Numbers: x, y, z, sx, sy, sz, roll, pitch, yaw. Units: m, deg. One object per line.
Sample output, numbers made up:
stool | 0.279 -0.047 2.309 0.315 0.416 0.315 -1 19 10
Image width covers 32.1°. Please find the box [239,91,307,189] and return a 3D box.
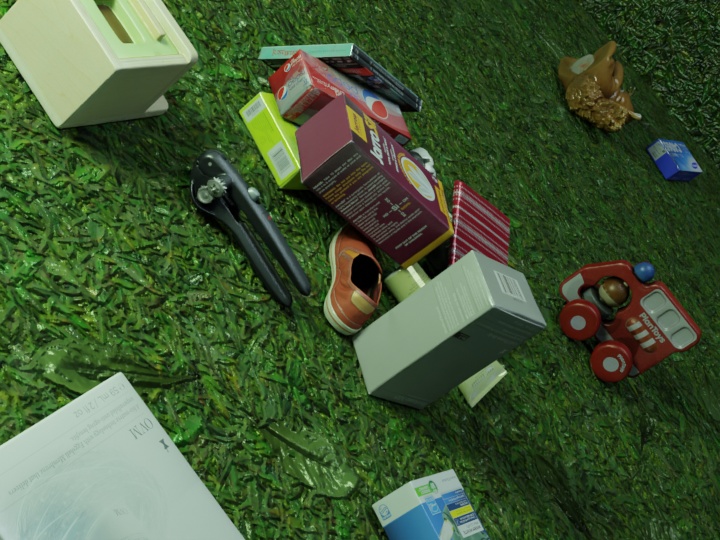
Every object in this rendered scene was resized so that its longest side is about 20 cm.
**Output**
box | -0.061 -0.165 1.647 0.200 0.048 0.122 -3 60 -57

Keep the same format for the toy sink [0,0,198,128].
toy sink | -0.265 -0.244 1.347 0.131 0.112 0.200 56 27 6

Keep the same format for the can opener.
can opener | -0.121 -0.049 1.397 0.200 0.063 0.079 52 26 0

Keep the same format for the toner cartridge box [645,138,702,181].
toner cartridge box | 0.775 -0.272 3.087 0.200 0.043 0.095 -6 63 -59

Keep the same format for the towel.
towel | 0.160 -0.007 1.732 0.144 0.022 0.201 32 57 -47

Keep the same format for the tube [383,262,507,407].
tube | 0.109 0.076 1.622 0.200 0.058 0.052 54 10 -3

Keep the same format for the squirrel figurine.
squirrel figurine | 0.535 -0.374 2.772 0.187 0.141 0.200 49 39 -29

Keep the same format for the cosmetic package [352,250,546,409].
cosmetic package | 0.099 0.073 1.451 0.107 0.200 0.090 19 40 -43

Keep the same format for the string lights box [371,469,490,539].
string lights box | 0.101 0.316 1.315 0.103 0.059 0.200 -1 58 -59

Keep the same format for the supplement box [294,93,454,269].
supplement box | 0.018 -0.110 1.560 0.200 0.086 0.111 39 26 -33

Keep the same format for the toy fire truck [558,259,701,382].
toy fire truck | 0.421 0.068 1.991 0.200 0.168 0.112 53 27 0

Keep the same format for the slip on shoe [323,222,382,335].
slip on shoe | 0.000 0.000 1.532 0.074 0.061 0.200 40 28 -19

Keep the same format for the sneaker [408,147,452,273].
sneaker | 0.078 -0.081 1.750 0.090 0.066 0.201 -2 66 -40

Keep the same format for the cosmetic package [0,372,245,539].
cosmetic package | -0.201 0.212 0.899 0.200 0.123 0.199 54 27 0

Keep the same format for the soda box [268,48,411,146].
soda box | -0.025 -0.211 1.636 0.200 0.063 0.070 22 39 -46

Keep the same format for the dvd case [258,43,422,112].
dvd case | -0.024 -0.256 1.690 0.200 0.146 0.022 29 69 -56
